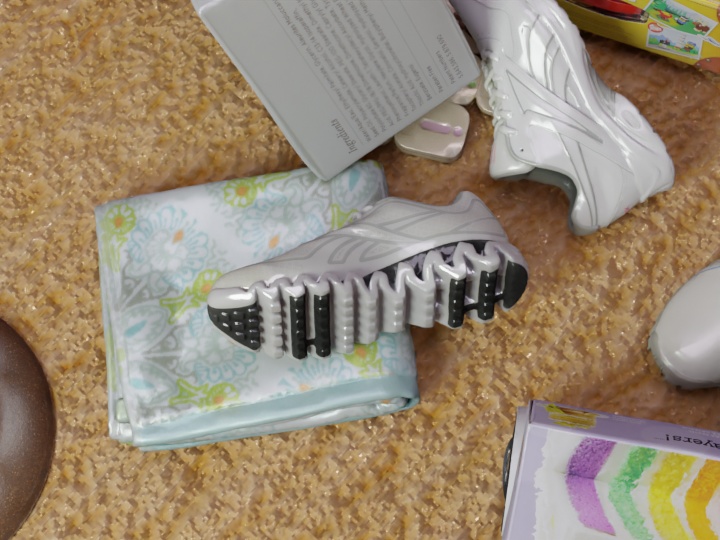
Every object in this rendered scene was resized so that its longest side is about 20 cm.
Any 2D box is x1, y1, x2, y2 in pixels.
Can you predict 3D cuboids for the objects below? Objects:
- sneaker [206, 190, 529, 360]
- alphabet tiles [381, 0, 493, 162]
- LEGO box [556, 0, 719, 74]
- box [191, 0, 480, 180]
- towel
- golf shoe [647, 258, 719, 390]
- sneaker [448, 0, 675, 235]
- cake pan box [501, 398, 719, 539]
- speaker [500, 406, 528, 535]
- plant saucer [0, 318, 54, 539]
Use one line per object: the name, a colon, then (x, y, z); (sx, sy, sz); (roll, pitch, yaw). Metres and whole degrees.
sneaker: (0.000, 0.000, 1.013); (0.198, 0.075, 0.081); (-9, 55, -15)
alphabet tiles: (0.045, -0.175, 1.146); (0.194, 0.015, 0.201); (13, 71, 8)
LEGO box: (0.180, -0.240, 1.118); (0.199, 0.077, 0.150); (18, 67, 6)
box: (-0.047, -0.202, 1.035); (0.130, 0.200, 0.200); (-34, 57, 3)
towel: (-0.070, 0.021, 1.062); (0.198, 0.048, 0.173); (-9, 70, -1)
golf shoe: (0.269, 0.002, 1.026); (0.199, 0.097, 0.079); (-30, 73, -6)
sneaker: (0.112, -0.109, 1.073); (0.099, 0.078, 0.200); (-39, 84, -5)
cake pan box: (0.167, 0.186, 0.939); (0.183, 0.052, 0.202); (12, 106, 7)
speaker: (0.184, 0.134, 0.990); (0.198, 0.081, 0.082); (8, 70, 6)
plant saucer: (-0.297, 0.103, 1.050); (0.199, 0.037, 0.202); (-1, 69, 3)
